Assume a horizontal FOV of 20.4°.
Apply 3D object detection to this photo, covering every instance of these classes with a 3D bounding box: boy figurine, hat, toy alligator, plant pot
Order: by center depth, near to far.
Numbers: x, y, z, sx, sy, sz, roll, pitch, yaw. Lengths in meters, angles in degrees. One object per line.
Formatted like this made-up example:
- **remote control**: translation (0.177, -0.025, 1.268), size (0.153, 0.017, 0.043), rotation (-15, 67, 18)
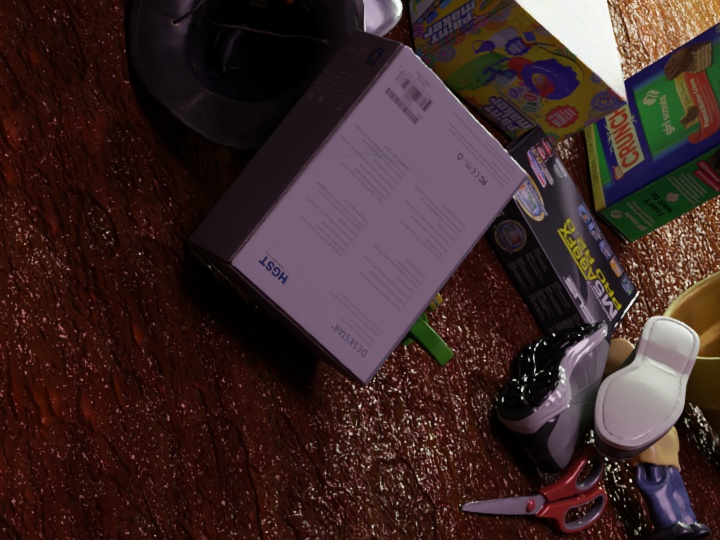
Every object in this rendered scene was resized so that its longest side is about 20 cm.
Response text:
- **hat**: translation (-0.087, -0.163, 1.522), size (0.199, 0.081, 0.202), rotation (3, 61, -6)
- **toy alligator**: translation (0.000, 0.000, 1.568), size (0.200, 0.059, 0.054), rotation (47, -10, 7)
- **boy figurine**: translation (0.254, 0.159, 1.835), size (0.124, 0.064, 0.201), rotation (8, 56, -57)
- **plant pot**: translation (0.427, 0.115, 2.053), size (0.201, 0.199, 0.190), rotation (-64, 136, -58)

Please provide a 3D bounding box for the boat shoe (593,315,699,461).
- **boat shoe**: translation (0.247, 0.114, 1.754), size (0.072, 0.061, 0.202), rotation (27, 35, 10)

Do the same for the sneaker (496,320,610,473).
- **sneaker**: translation (0.177, 0.107, 1.756), size (0.080, 0.074, 0.200), rotation (63, 32, -15)

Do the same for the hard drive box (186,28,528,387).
- **hard drive box**: translation (0.000, -0.045, 1.443), size (0.156, 0.200, 0.077), rotation (44, -9, -32)

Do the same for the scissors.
- **scissors**: translation (0.146, 0.200, 1.653), size (0.199, 0.014, 0.074), rotation (-17, 118, -47)

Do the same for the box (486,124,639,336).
- **box**: translation (0.184, -0.027, 1.911), size (0.201, 0.044, 0.160), rotation (59, 27, -4)

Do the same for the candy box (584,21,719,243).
- **candy box**: translation (0.340, -0.149, 2.127), size (0.077, 0.199, 0.170), rotation (37, 34, -35)

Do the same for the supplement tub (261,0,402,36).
- **supplement tub**: translation (-0.065, -0.257, 1.619), size (0.201, 0.122, 0.123), rotation (55, 28, -10)

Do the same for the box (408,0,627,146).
- **box**: translation (0.150, -0.257, 1.991), size (0.200, 0.122, 0.194), rotation (34, 38, -41)
